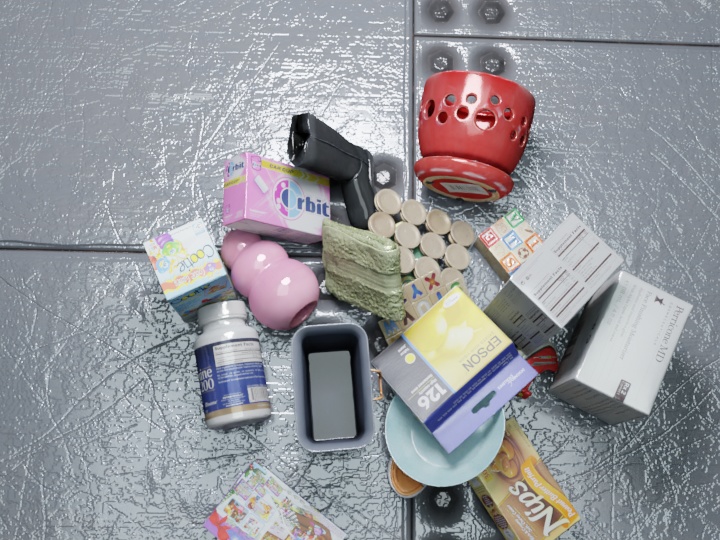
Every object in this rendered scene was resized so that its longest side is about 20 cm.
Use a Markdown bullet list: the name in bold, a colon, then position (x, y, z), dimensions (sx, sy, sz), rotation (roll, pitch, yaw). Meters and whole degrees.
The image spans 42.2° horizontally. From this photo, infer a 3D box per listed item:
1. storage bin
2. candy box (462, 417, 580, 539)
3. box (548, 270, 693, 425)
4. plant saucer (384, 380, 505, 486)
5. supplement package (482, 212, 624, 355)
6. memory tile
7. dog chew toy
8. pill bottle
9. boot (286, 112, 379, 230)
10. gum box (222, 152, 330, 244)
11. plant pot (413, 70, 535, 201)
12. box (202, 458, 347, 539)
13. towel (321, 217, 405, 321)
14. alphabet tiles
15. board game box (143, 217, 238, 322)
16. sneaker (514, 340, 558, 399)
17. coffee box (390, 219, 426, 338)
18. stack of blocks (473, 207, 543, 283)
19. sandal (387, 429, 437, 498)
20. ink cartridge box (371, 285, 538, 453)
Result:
- **storage bin**: position (-0.037, 0.198, 1.545), dimensions (0.144, 0.134, 0.202), rotation (-4, 78, -3)
- **candy box**: position (0.259, 0.361, 1.547), dimensions (0.115, 0.055, 0.201), rotation (-29, 80, -23)
- **box**: position (0.425, 0.133, 1.544), dimensions (0.130, 0.200, 0.200), rotation (26, 77, 4)
- **plant saucer**: position (0.140, 0.256, 1.521), dimensions (0.199, 0.039, 0.202), rotation (-8, 63, 16)
- **supplement package**: position (0.303, 0.026, 1.499), dimensions (0.111, 0.200, 0.156), rotation (44, 74, 7)
- **memory tile**: position (0.103, -0.050, 1.623), dimensions (0.199, 0.017, 0.154), rotation (22, 61, -14)
- **dog chew toy**: position (-0.163, 0.006, 1.595), dimensions (0.124, 0.125, 0.200), rotation (-41, 74, -10)
- **pill bottle**: position (-0.218, 0.158, 1.558), dimensions (0.110, 0.111, 0.201), rotation (-10, 77, -5)
- **boot**: position (-0.045, -0.164, 1.596), dimensions (0.065, 0.200, 0.166), rotation (-18, 69, 26)
- **gum box**: position (-0.137, -0.119, 1.599), dimensions (0.199, 0.066, 0.114), rotation (12, 73, -43)
- **plant pot**: position (0.191, -0.228, 1.621), dimensions (0.199, 0.200, 0.184), rotation (13, 79, 1)
- **box**: position (-0.140, 0.427, 1.535), dimensions (0.200, 0.039, 0.137), rotation (38, 78, 6)
- **towel**: position (0.000, 0.000, 1.554), dimensions (0.036, 0.199, 0.149), rotation (-24, 119, -33)
- **alphabet tiles**: position (0.128, 0.108, 1.597), dimensions (0.166, 0.006, 0.201), rotation (-28, 103, -9)
- **board game box**: position (-0.278, 0.004, 1.546), dimensions (0.104, 0.200, 0.104), rotation (-24, 79, -8)
- **sneaker**: position (0.254, 0.186, 1.589), dimensions (0.199, 0.077, 0.085), rotation (-27, 91, -10)
- **coffee box**: position (0.075, 0.022, 1.635), dimensions (0.122, 0.044, 0.201), rotation (-24, 79, -9)
- **stack of blocks**: position (0.308, -0.010, 1.645), dimensions (0.115, 0.059, 0.200), rotation (-37, 81, -10)
- **sandal**: position (0.124, 0.289, 1.567), dimensions (0.079, 0.059, 0.207), rotation (42, 79, 8)
- **ink cartridge box**: position (0.150, 0.158, 1.520), dimensions (0.197, 0.047, 0.200), rotation (-41, 56, -5)
